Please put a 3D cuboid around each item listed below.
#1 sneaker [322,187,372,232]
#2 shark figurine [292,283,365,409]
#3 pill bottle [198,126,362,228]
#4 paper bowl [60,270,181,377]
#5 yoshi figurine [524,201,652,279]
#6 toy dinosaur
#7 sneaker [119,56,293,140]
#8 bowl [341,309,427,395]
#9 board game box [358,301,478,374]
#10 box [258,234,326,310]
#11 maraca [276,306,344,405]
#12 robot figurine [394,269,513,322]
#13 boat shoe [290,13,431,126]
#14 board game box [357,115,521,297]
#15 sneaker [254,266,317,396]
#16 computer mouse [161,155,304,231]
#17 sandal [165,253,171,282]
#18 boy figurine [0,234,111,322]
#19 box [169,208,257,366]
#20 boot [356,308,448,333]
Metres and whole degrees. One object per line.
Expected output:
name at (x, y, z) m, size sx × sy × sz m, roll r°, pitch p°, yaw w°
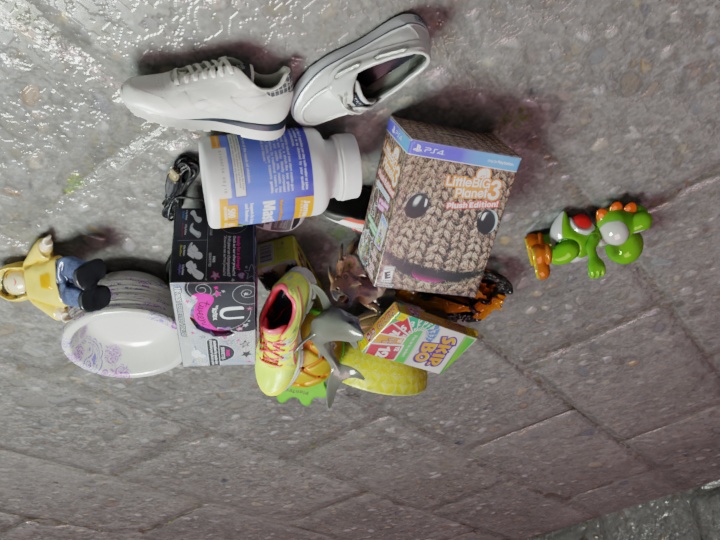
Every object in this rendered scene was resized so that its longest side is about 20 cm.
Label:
sneaker at (0.028, -0.062, 1.083) m, size 0.196 × 0.068 × 0.109 m, roll 0°, pitch 142°, yaw -16°
shark figurine at (-0.060, 0.113, 1.082) m, size 0.089 × 0.128 × 0.216 m, roll -37°, pitch 158°, yaw -24°
pill bottle at (-0.101, -0.121, 0.926) m, size 0.195 × 0.114 × 0.113 m, roll -8°, pitch 146°, yaw -14°
paper bowl at (-0.367, 0.078, 1.162) m, size 0.195 × 0.106 × 0.203 m, roll -5°, pitch 145°, yaw -4°
yoshi figurine at (0.370, -0.035, 1.170) m, size 0.195 × 0.115 × 0.112 m, roll -18°, pitch 160°, yaw 9°
toy dinosaur at (0.000, 0.000, 1.122) m, size 0.135 × 0.200 × 0.086 m, roll 37°, pitch 97°, yaw -20°
sneaker at (-0.175, -0.210, 0.844) m, size 0.195 × 0.077 × 0.082 m, roll 1°, pitch 133°, yaw -21°
bowl at (0.033, 0.134, 1.303) m, size 0.195 × 0.200 × 0.111 m, roll 9°, pitch 99°, yaw -23°
board game box at (0.098, 0.111, 1.153) m, size 0.197 × 0.030 × 0.096 m, roll 18°, pitch 125°, yaw -40°
box at (-0.108, 0.026, 1.193) m, size 0.073 × 0.051 × 0.201 m, roll -15°, pitch 145°, yaw 9°
maraca at (-0.096, 0.143, 1.202) m, size 0.133 × 0.108 × 0.204 m, roll 10°, pitch 123°, yaw -5°
robot figurine at (0.163, 0.029, 1.247) m, size 0.196 × 0.059 × 0.145 m, roll 15°, pitch 139°, yaw -28°
boat shoe at (-0.005, -0.220, 0.856) m, size 0.198 × 0.067 × 0.073 m, roll -31°, pitch 140°, yaw 29°
board game box at (0.099, -0.083, 0.975) m, size 0.155 × 0.097 × 0.204 m, roll 5°, pitch 116°, yaw -18°
sneaker at (-0.126, 0.095, 1.089) m, size 0.076 × 0.205 × 0.090 m, roll 15°, pitch -167°, yaw 16°
computer mouse at (-0.172, -0.100, 1.013) m, size 0.195 × 0.045 × 0.111 m, roll 10°, pitch 137°, yaw -15°
sandal at (-0.240, -0.017, 1.105) m, size 0.074 × 0.049 × 0.200 m, roll 17°, pitch 138°, yaw -30°
boy figurine at (-0.451, 0.011, 1.057) m, size 0.195 × 0.064 × 0.128 m, roll 4°, pitch 107°, yaw 27°
box at (-0.199, 0.028, 1.025) m, size 0.112 × 0.135 × 0.202 m, roll -1°, pitch 142°, yaw -8°
boot at (0.064, 0.109, 1.210) m, size 0.195 × 0.077 × 0.074 m, roll 3°, pitch 157°, yaw -23°
